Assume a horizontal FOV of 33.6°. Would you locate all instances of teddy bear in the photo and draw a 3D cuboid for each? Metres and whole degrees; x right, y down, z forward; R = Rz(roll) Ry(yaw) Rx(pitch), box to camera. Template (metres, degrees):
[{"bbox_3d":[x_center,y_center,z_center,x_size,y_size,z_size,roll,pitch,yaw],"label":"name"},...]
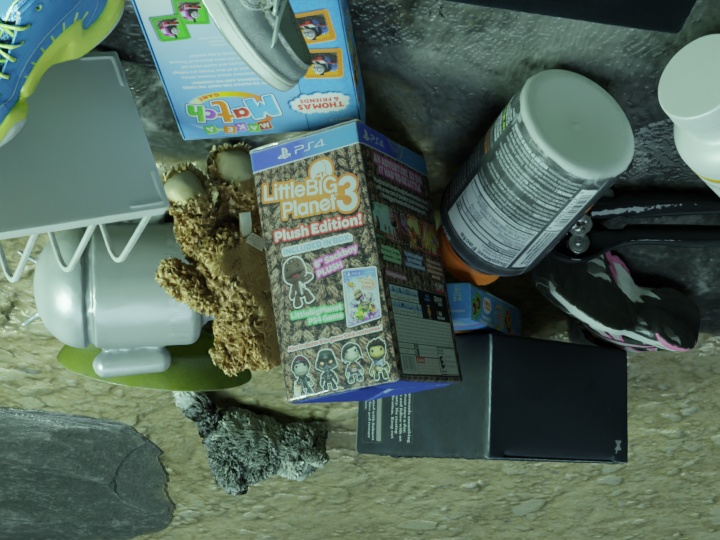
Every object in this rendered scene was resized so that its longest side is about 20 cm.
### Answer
[{"bbox_3d":[-0.112,-0.011,1.044,0.066,0.145,0.201,6,136,52],"label":"teddy bear"}]

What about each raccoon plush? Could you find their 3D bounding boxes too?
[{"bbox_3d":[-0.120,0.193,1.412,0.132,0.098,0.200,-18,142,14],"label":"raccoon plush"}]

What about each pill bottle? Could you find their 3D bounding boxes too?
[{"bbox_3d":[0.133,-0.066,0.993,0.105,0.107,0.200,13,146,-17],"label":"pill bottle"},{"bbox_3d":[0.315,-0.100,0.936,0.104,0.105,0.199,-25,138,34],"label":"pill bottle"}]

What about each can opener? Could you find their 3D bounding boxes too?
[{"bbox_3d":[0.249,-0.046,1.075,0.197,0.079,0.064,-6,107,6],"label":"can opener"}]

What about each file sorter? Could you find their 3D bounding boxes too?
[{"bbox_3d":[-0.275,-0.069,0.915,0.198,0.140,0.125,-11,160,-34],"label":"file sorter"}]

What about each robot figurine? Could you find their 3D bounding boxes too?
[{"bbox_3d":[-0.213,0.013,1.100,0.197,0.172,0.113,-2,-176,-11],"label":"robot figurine"}]

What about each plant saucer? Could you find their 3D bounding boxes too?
[{"bbox_3d":[-0.207,0.083,1.213,0.197,0.032,0.200,8,-173,-1],"label":"plant saucer"}]

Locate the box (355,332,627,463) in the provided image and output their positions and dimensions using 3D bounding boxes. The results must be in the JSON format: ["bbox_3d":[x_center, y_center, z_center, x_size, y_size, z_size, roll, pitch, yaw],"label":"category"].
[{"bbox_3d":[0.131,0.132,1.193,0.195,0.119,0.199,9,170,-37],"label":"box"}]

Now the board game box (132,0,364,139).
[{"bbox_3d":[-0.082,-0.178,0.883,0.149,0.037,0.201,-3,145,6],"label":"board game box"}]

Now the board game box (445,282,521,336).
[{"bbox_3d":[0.059,0.043,1.139,0.149,0.037,0.200,-2,170,20],"label":"board game box"}]

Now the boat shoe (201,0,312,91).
[{"bbox_3d":[-0.075,-0.213,0.750,0.064,0.074,0.204,-20,101,17],"label":"boat shoe"}]

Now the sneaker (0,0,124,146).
[{"bbox_3d":[-0.247,-0.160,0.808,0.075,0.201,0.105,33,161,15],"label":"sneaker"}]

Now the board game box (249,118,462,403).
[{"bbox_3d":[0.000,0.000,0.969,0.096,0.203,0.159,-13,169,21],"label":"board game box"}]

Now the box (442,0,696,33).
[{"bbox_3d":[0.113,-0.242,0.645,0.146,0.202,0.105,5,146,-8],"label":"box"}]

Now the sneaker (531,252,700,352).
[{"bbox_3d":[0.240,0.042,1.181,0.199,0.081,0.086,28,149,-25],"label":"sneaker"}]
